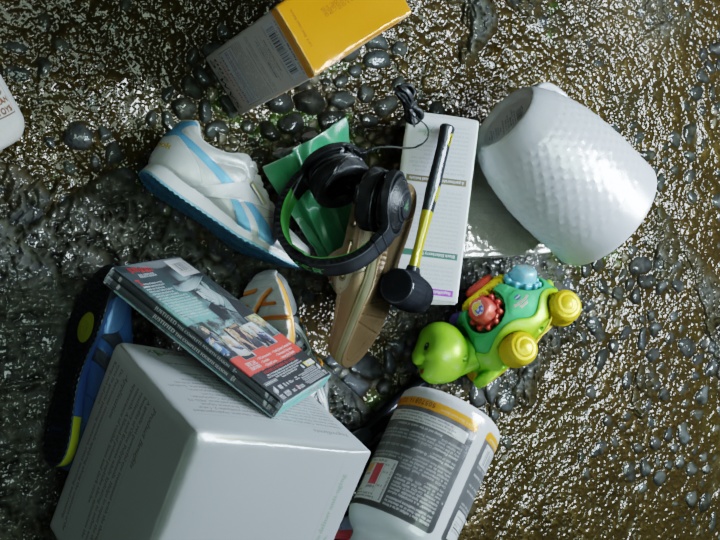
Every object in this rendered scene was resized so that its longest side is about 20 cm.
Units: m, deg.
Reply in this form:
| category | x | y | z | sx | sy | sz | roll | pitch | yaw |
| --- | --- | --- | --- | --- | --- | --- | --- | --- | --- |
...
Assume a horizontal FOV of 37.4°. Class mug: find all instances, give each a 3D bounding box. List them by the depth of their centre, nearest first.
| category | x | y | z | sx | sy | sz | roll | pitch | yaw |
| --- | --- | --- | --- | --- | --- | --- | --- | --- | --- |
| mug | 0.224 | -0.133 | 1.208 | 0.175 | 0.147 | 0.201 | 39 | 42 | -21 |

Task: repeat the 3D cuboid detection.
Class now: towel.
| category | x | y | z | sx | sy | sz | roll | pitch | yaw |
| --- | --- | --- | --- | --- | --- | --- | --- | --- | --- |
| towel | 0.160 | -0.082 | 1.261 | 0.199 | 0.034 | 0.133 | -2 | 90 | -28 |

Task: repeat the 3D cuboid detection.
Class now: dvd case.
| category | x | y | z | sx | sy | sz | roll | pitch | yaw |
| --- | --- | --- | --- | --- | --- | --- | --- | --- | --- |
| dvd case | -0.129 | 0.056 | 1.000 | 0.200 | 0.146 | 0.022 | 38 | 103 | 8 |

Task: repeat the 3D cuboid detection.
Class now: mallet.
| category | x | y | z | sx | sy | sz | roll | pitch | yaw |
| --- | --- | --- | --- | --- | --- | --- | --- | --- | --- |
| mallet | 0.071 | -0.051 | 1.112 | 0.066 | 0.041 | 0.201 | 42 | 63 | -61 |

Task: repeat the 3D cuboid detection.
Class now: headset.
| category | x | y | z | sx | sy | sz | roll | pitch | yaw |
| --- | --- | --- | --- | --- | --- | --- | --- | --- | --- |
| headset | -0.004 | -0.090 | 1.043 | 0.200 | 0.123 | 0.094 | -50 | 152 | -14 |

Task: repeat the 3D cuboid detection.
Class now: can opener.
| category | x | y | z | sx | sy | sz | roll | pitch | yaw |
| --- | --- | --- | --- | --- | --- | --- | --- | --- | --- |
| can opener | 0.020 | 0.185 | 1.171 | 0.199 | 0.078 | 0.064 | -29 | 96 | -35 |

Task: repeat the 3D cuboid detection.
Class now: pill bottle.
| category | x | y | z | sx | sy | sz | roll | pitch | yaw |
| --- | --- | --- | --- | --- | --- | --- | --- | --- | --- |
| pill bottle | 0.056 | 0.231 | 1.092 | 0.116 | 0.116 | 0.201 | 37 | 68 | -24 |

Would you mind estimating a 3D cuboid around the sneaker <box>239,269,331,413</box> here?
| category | x | y | z | sx | sy | sz | roll | pitch | yaw |
| --- | --- | --- | --- | --- | --- | --- | --- | --- | --- |
| sneaker | -0.076 | 0.098 | 1.117 | 0.077 | 0.078 | 0.201 | -13 | 94 | -53 |

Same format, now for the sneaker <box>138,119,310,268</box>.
| category | x | y | z | sx | sy | sz | roll | pitch | yaw |
| --- | --- | --- | --- | --- | --- | --- | --- | --- | --- |
| sneaker | -0.123 | -0.071 | 1.081 | 0.200 | 0.076 | 0.081 | 37 | 73 | -25 |

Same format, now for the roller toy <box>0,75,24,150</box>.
| category | x | y | z | sx | sy | sz | roll | pitch | yaw |
| --- | --- | --- | --- | --- | --- | --- | --- | --- | --- |
| roller toy | -0.379 | -0.122 | 0.875 | 0.182 | 0.200 | 0.140 | -36 | 108 | -30 |

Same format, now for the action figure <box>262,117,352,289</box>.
| category | x | y | z | sx | sy | sz | roll | pitch | yaw |
| --- | --- | --- | --- | --- | --- | --- | --- | --- | --- |
| action figure | -0.028 | -0.048 | 1.146 | 0.118 | 0.055 | 0.201 | -32 | 112 | -26 |

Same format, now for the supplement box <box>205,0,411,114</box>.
| category | x | y | z | sx | sy | sz | roll | pitch | yaw |
| --- | --- | --- | --- | --- | --- | --- | --- | --- | --- |
| supplement box | -0.056 | -0.229 | 1.046 | 0.126 | 0.200 | 0.074 | -37 | 103 | -22 |

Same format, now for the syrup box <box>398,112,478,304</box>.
| category | x | y | z | sx | sy | sz | roll | pitch | yaw |
| --- | --- | --- | --- | --- | --- | --- | --- | --- | --- |
| syrup box | 0.077 | -0.066 | 1.166 | 0.081 | 0.079 | 0.201 | 8 | 92 | 3 |

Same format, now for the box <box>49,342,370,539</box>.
| category | x | y | z | sx | sy | sz | roll | pitch | yaw |
| --- | --- | --- | --- | --- | --- | --- | --- | --- | --- |
| box | -0.139 | 0.200 | 0.971 | 0.199 | 0.171 | 0.200 | 13 | 104 | -40 |

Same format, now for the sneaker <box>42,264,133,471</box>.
| category | x | y | z | sx | sy | sz | roll | pitch | yaw |
| --- | --- | --- | --- | --- | --- | --- | --- | --- | --- |
| sneaker | -0.244 | 0.097 | 1.026 | 0.078 | 0.066 | 0.201 | 16 | 83 | -39 |

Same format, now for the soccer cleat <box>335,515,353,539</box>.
| category | x | y | z | sx | sy | sz | roll | pitch | yaw |
| --- | --- | --- | --- | --- | --- | --- | --- | --- | --- |
| soccer cleat | -0.004 | 0.294 | 1.149 | 0.199 | 0.073 | 0.069 | -8 | 93 | -29 |

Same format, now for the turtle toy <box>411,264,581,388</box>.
| category | x | y | z | sx | sy | sz | roll | pitch | yaw |
| --- | --- | --- | --- | --- | --- | --- | --- | --- | --- |
| turtle toy | 0.147 | 0.066 | 1.206 | 0.200 | 0.146 | 0.101 | -39 | 88 | -22 |

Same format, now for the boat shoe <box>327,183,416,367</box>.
| category | x | y | z | sx | sy | sz | roll | pitch | yaw |
| --- | --- | --- | --- | --- | --- | --- | --- | --- | --- |
| boat shoe | 0.000 | 0.000 | 1.110 | 0.071 | 0.064 | 0.201 | 29 | 78 | -66 |
